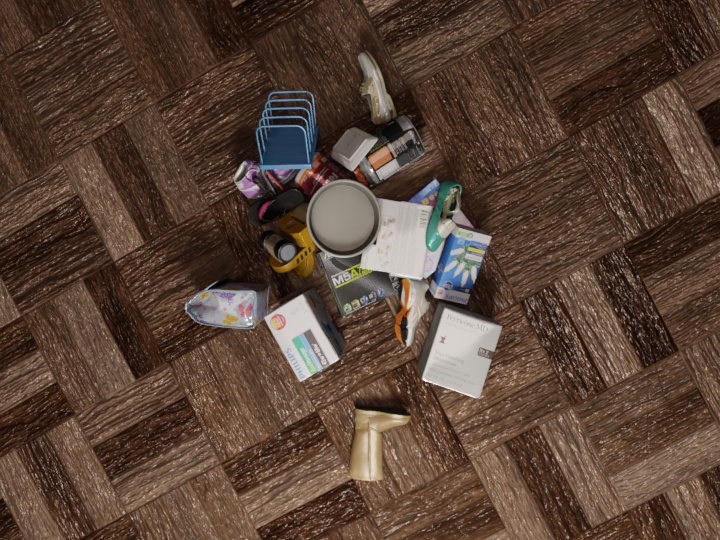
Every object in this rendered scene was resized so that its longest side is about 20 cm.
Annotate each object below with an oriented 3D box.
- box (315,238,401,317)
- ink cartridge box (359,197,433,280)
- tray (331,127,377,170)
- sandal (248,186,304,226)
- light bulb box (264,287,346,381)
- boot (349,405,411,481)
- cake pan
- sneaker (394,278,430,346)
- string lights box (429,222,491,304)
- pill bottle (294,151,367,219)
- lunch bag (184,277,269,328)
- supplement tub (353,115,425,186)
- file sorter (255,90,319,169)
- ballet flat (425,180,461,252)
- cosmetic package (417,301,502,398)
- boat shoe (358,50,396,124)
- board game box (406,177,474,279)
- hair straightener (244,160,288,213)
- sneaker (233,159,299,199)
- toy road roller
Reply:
[{"bbox_3d":[0.000,0.000,1.549,0.198,0.047,0.196,-23,104,-12],"label":"box"},{"bbox_3d":[0.099,-0.086,1.523,0.171,0.044,0.203,9,84,5],"label":"ink cartridge box"},{"bbox_3d":[-0.025,-0.333,1.502,0.022,0.200,0.108,38,95,-28],"label":"tray"},{"bbox_3d":[-0.240,-0.169,1.546,0.198,0.046,0.075,-23,136,32],"label":"sandal"},{"bbox_3d":[-0.144,0.167,1.527,0.124,0.200,0.200,-30,91,5],"label":"light bulb box"},{"bbox_3d":[0.057,0.495,1.603,0.172,0.066,0.204,3,92,16],"label":"boot"},{"bbox_3d":[-0.044,-0.136,1.473,0.197,0.037,0.204,-1,97,-7],"label":"cake pan"},{"bbox_3d":[0.154,0.118,1.567,0.091,0.076,0.203,-6,113,-26],"label":"sneaker"},{"bbox_3d":[0.270,-0.018,1.530,0.101,0.059,0.203,12,107,-15],"label":"string lights box"},{"bbox_3d":[-0.074,-0.221,1.545,0.199,0.114,0.115,38,95,1],"label":"pill bottle"},{"bbox_3d":[-0.367,0.086,1.552,0.196,0.170,0.129,2,95,4],"label":"lunch bag"},{"bbox_3d":[0.066,-0.319,1.528,0.198,0.123,0.124,-31,91,5],"label":"supplement tub"},{"bbox_3d":[-0.193,-0.374,1.487,0.136,0.202,0.124,-1,133,4],"label":"file sorter"},{"bbox_3d":[0.226,-0.147,1.490,0.070,0.067,0.203,4,74,46],"label":"ballet flat"},{"bbox_3d":[0.264,0.207,1.520,0.162,0.165,0.203,17,94,1],"label":"cosmetic package"},{"bbox_3d":[0.032,-0.501,1.544,0.068,0.075,0.202,-24,92,-1],"label":"boat shoe"},{"bbox_3d":[0.194,-0.116,1.570,0.199,0.041,0.200,-39,90,5],"label":"board game box"},{"bbox_3d":[-0.252,-0.222,1.535,0.076,0.200,0.041,-35,48,6],"label":"hair straightener"},{"bbox_3d":[-0.256,-0.281,1.547,0.199,0.114,0.073,-35,61,3],"label":"sneaker"},{"bbox_3d":[-0.168,-0.074,1.557,0.200,0.122,0.147,-44,130,-15],"label":"toy road roller"}]
